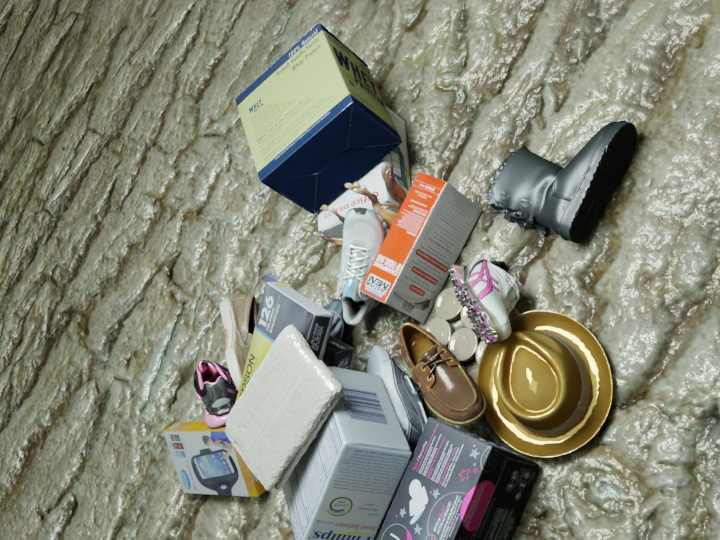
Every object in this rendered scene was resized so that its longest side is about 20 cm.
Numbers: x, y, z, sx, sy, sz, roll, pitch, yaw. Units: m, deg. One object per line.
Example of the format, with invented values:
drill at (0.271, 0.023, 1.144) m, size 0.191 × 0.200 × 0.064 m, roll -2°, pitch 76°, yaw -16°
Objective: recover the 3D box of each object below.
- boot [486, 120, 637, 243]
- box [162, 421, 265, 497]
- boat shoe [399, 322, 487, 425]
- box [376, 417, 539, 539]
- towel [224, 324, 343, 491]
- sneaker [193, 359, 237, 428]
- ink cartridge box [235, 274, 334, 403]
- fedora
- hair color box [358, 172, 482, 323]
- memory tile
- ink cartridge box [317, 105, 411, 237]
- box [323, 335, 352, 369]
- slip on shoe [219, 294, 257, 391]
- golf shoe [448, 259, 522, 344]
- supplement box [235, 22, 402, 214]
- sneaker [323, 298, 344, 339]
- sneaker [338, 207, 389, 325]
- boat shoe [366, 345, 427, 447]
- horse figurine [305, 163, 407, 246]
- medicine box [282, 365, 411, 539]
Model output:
boot at (0.283, -0.141, 1.303) m, size 0.162 × 0.073 × 0.199 m, roll 29°, pitch 91°, yaw 45°
box at (-0.249, 0.312, 1.508) m, size 0.199 × 0.041 × 0.120 m, roll -8°, pitch 103°, yaw 34°
boat shoe at (0.105, 0.141, 1.267) m, size 0.072 × 0.068 × 0.200 m, roll -34°, pitch 36°, yaw -5°
box at (0.125, 0.314, 1.192) m, size 0.114 × 0.132 × 0.201 m, roll 20°, pitch 84°, yaw 44°
towel at (-0.107, 0.192, 1.250) m, size 0.133 × 0.034 × 0.200 m, roll 47°, pitch 114°, yaw 31°
sneaker at (-0.249, 0.183, 1.530) m, size 0.079 × 0.096 × 0.200 m, roll -24°, pitch 21°, yaw -12°
ink cartridge box at (-0.129, 0.125, 1.348) m, size 0.200 × 0.047 × 0.199 m, roll 27°, pitch 105°, yaw 50°
fedora at (0.231, 0.143, 1.197) m, size 0.200 × 0.082 × 0.202 m, roll -9°, pitch 70°, yaw 26°
hair color box at (0.092, -0.033, 1.377) m, size 0.064 × 0.111 × 0.201 m, roll 25°, pitch 87°, yaw 42°
memory tile at (0.171, 0.115, 1.316) m, size 0.199 × 0.017 × 0.154 m, roll 17°, pitch 82°, yaw 40°
ink cartridge box at (0.002, -0.159, 1.516) m, size 0.145 × 0.087 × 0.201 m, roll -22°, pitch 57°, yaw 30°
box at (-0.102, 0.184, 1.422) m, size 0.160 × 0.043 × 0.201 m, roll 23°, pitch 109°, yaw 35°
slip on shoe at (-0.195, 0.131, 1.567) m, size 0.060 × 0.076 × 0.201 m, roll -19°, pitch 56°, yaw 6°
golf shoe at (0.183, 0.032, 1.256) m, size 0.092 × 0.073 × 0.200 m, roll -17°, pitch 26°, yaw 1°
supplement box at (-0.072, -0.243, 1.464) m, size 0.200 × 0.134 × 0.200 m, roll -37°, pitch 50°, yaw 20°
sneaker at (-0.081, 0.122, 1.495) m, size 0.200 × 0.074 × 0.088 m, roll -43°, pitch 7°, yaw 33°
sneaker at (0.000, 0.000, 1.384) m, size 0.075 × 0.201 × 0.087 m, roll 10°, pitch 37°, yaw 17°
boat shoe at (0.058, 0.186, 1.342) m, size 0.200 × 0.067 × 0.072 m, roll -114°, pitch 38°, yaw -58°
horse figurine at (0.011, -0.077, 1.408) m, size 0.200 × 0.132 × 0.050 m, roll -41°, pitch 25°, yaw 39°
medicine box at (-0.029, 0.269, 1.276) m, size 0.182 × 0.102 × 0.201 m, roll -116°, pitch 42°, yaw -59°
